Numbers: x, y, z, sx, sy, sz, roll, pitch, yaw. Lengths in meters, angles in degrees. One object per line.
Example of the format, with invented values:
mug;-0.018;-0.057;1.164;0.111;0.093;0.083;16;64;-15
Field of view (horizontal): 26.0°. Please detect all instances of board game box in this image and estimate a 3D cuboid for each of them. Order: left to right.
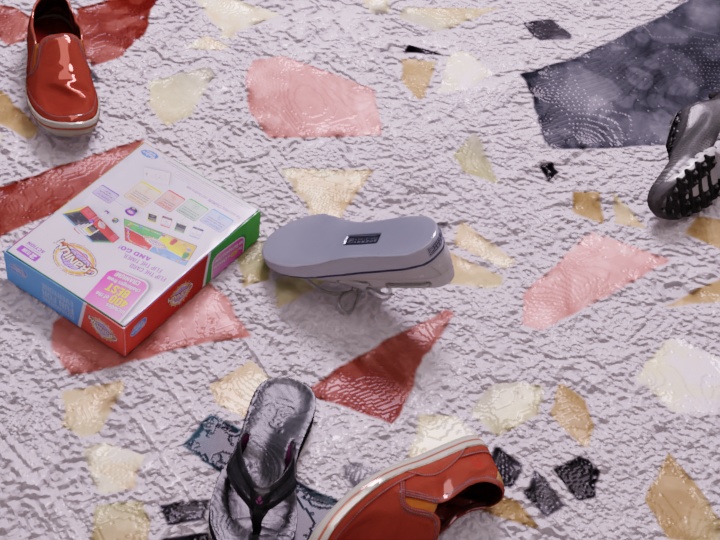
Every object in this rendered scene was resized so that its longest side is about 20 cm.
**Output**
board game box;-0.215;-0.025;1.488;0.152;0.040;0.200;31;51;21

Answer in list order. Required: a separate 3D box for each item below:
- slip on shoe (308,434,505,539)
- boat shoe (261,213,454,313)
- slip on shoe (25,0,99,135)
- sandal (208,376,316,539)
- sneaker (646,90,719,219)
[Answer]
slip on shoe;0.038;0.200;1.284;0.199;0.074;0.061;-22;55;-30
boat shoe;0.003;-0.004;1.471;0.201;0.086;0.075;-3;44;33
slip on shoe;-0.316;-0.215;1.633;0.073;0.061;0.201;-5;49;-13
sandal;-0.083;0.162;1.319;0.075;0.048;0.201;8;46;1
sneaker;0.349;-0.124;1.629;0.090;0.067;0.200;25;56;40
